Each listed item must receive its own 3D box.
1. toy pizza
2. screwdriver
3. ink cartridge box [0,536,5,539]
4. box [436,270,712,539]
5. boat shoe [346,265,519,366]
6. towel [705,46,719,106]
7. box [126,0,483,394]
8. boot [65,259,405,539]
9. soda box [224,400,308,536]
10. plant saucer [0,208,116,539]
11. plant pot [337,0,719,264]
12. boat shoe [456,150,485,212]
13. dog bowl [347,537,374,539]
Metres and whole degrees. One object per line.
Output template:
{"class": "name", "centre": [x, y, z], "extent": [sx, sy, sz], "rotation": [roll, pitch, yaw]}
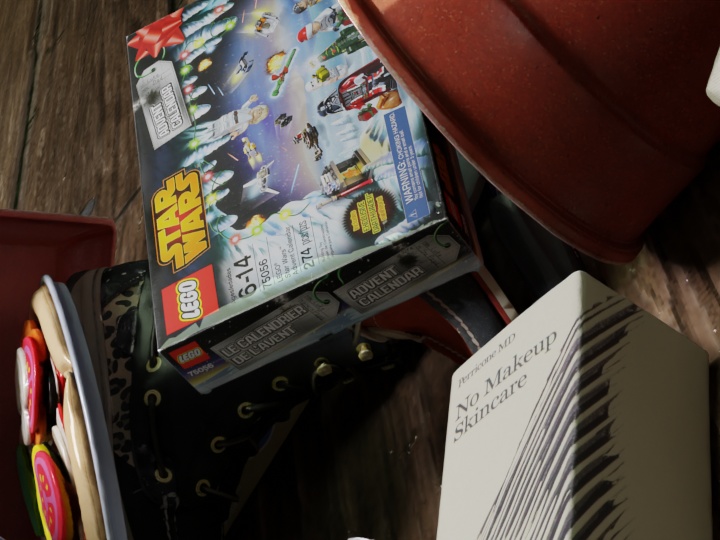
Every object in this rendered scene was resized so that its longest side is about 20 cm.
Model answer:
{"class": "toy pizza", "centre": [-0.132, 0.102, 0.966], "extent": [0.200, 0.032, 0.200], "rotation": [170, 90, -78]}
{"class": "screwdriver", "centre": [0.046, -0.069, 0.912], "extent": [0.029, 0.200, 0.028], "rotation": [-18, -11, -44]}
{"class": "ink cartridge box", "centre": [-0.218, 0.178, 0.859], "extent": [0.200, 0.116, 0.067], "rotation": [-55, 23, -12]}
{"class": "box", "centre": [0.072, 0.101, 0.737], "extent": [0.082, 0.068, 0.200], "rotation": [-43, 25, 34]}
{"class": "boat shoe", "centre": [0.000, 0.000, 0.957], "extent": [0.063, 0.071, 0.200], "rotation": [-38, 48, -17]}
{"class": "towel", "centre": [0.196, -0.111, 0.643], "extent": [0.200, 0.035, 0.193], "rotation": [33, 120, 48]}
{"class": "box", "centre": [-0.030, -0.056, 0.945], "extent": [0.137, 0.040, 0.200], "rotation": [-26, 46, 15]}
{"class": "boot", "centre": [-0.050, 0.072, 1.032], "extent": [0.154, 0.073, 0.204], "rotation": [-20, 72, 11]}
{"class": "soda box", "centre": [-0.058, 0.041, 1.125], "extent": [0.200, 0.068, 0.064], "rotation": [-58, 19, 0]}
{"class": "plant saucer", "centre": [-0.182, 0.069, 1.029], "extent": [0.200, 0.037, 0.200], "rotation": [2, -87, -71]}
{"class": "plant pot", "centre": [0.115, -0.140, 0.844], "extent": [0.195, 0.201, 0.201], "rotation": [-41, 25, 19]}
{"class": "boat shoe", "centre": [0.044, -0.101, 1.114], "extent": [0.071, 0.091, 0.200], "rotation": [-3, 72, 15]}
{"class": "dog bowl", "centre": [-0.050, 0.174, 0.795], "extent": [0.200, 0.059, 0.200], "rotation": [-15, 19, 5]}
